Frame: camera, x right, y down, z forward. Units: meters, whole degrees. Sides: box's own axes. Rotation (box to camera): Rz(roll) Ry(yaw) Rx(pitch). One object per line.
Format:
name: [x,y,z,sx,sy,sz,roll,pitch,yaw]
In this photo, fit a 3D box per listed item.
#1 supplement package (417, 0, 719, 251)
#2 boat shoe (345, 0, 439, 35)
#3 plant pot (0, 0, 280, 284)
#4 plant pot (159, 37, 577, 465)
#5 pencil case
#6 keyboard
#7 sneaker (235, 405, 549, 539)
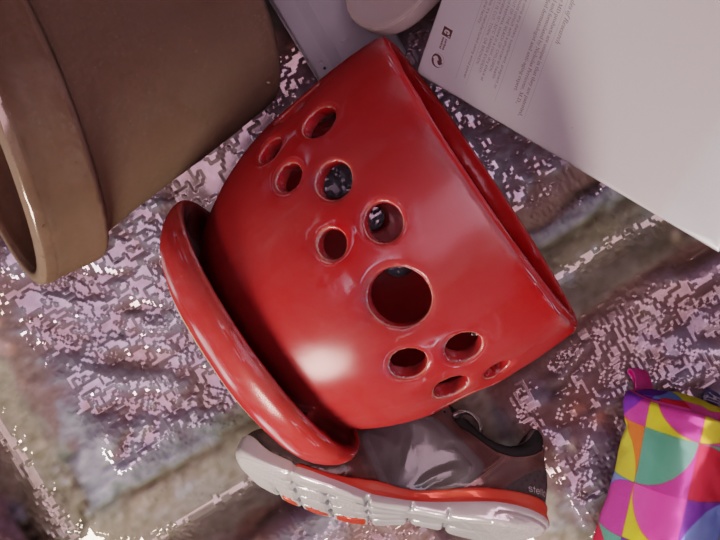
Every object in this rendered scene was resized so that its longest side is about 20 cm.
supplement package: [0.171,-0.156,0.932,0.199,0.147,0.193,33,123,22]
boat shoe: [0.072,-0.220,1.010,0.075,0.092,0.201,42,109,30]
plant pot: [-0.146,-0.119,0.990,0.173,0.200,0.202,-26,99,-17]
plant pot: [0.000,0.000,0.994,0.182,0.201,0.201,-36,98,7]
pencil case: [0.185,0.169,1.086,0.087,0.088,0.202,11,95,-4]
keyboard: [-0.034,-0.179,1.006,0.056,0.011,0.201,-36,134,-3]
sneaker: [0.022,0.114,1.086,0.198,0.077,0.083,12,70,-5]
